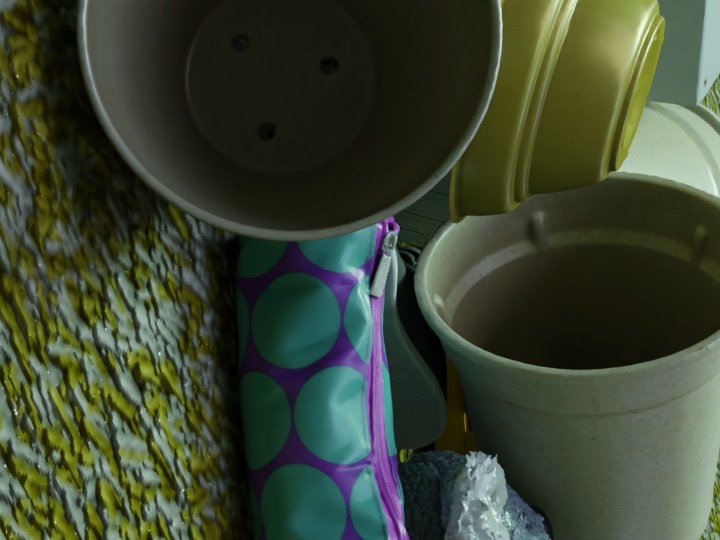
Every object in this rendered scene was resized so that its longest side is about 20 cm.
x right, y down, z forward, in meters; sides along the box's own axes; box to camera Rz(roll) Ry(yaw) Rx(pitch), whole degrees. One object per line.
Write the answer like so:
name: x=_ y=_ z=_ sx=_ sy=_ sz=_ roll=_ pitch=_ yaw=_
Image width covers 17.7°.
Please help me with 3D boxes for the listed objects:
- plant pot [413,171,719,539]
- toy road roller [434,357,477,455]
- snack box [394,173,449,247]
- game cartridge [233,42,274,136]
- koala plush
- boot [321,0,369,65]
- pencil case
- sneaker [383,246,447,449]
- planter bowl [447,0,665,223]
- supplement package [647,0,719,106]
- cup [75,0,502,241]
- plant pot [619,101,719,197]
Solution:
plant pot: x=0.138 y=0.072 z=1.354 sx=0.201 sy=0.199 sz=0.184 roll=-71 pitch=159 yaw=-52
toy road roller: x=0.117 y=0.145 z=1.527 sx=0.146 sy=0.122 sz=0.201 roll=63 pitch=25 yaw=-73
snack box: x=0.064 y=-0.124 z=1.408 sx=0.200 sy=0.067 sz=0.169 roll=84 pitch=25 yaw=-65
game cartridge: x=-0.040 y=-0.138 z=1.335 sx=0.200 sy=0.038 sz=0.130 roll=47 pitch=36 yaw=-57
koala plush: x=0.059 y=0.192 z=1.284 sx=0.183 sy=0.177 sz=0.201 roll=-21 pitch=100 yaw=-25
boot: x=-0.012 y=-0.160 z=1.270 sx=0.201 sy=0.075 sz=0.107 roll=69 pitch=24 yaw=-14
pencil case: x=-0.017 y=0.064 z=1.221 sx=0.085 sy=0.092 sz=0.201 roll=8 pitch=76 yaw=-57
sneaker: x=0.000 y=0.000 z=1.346 sx=0.099 sy=0.070 sz=0.201 roll=-86 pitch=156 yaw=-56
planter bowl: x=0.120 y=-0.110 z=1.301 sx=0.200 sy=0.083 sz=0.201 roll=18 pitch=90 yaw=-79
supplement package: x=0.150 y=-0.193 z=1.587 sx=0.117 sy=0.199 sz=0.117 roll=-46 pitch=142 yaw=-65
cup: x=-0.037 y=-0.106 z=1.144 sx=0.143 sy=0.199 sz=0.201 roll=120 pitch=-37 yaw=-83
plant pot: x=0.150 y=-0.035 z=1.587 sx=0.183 sy=0.200 sz=0.201 roll=5 pitch=77 yaw=-58
